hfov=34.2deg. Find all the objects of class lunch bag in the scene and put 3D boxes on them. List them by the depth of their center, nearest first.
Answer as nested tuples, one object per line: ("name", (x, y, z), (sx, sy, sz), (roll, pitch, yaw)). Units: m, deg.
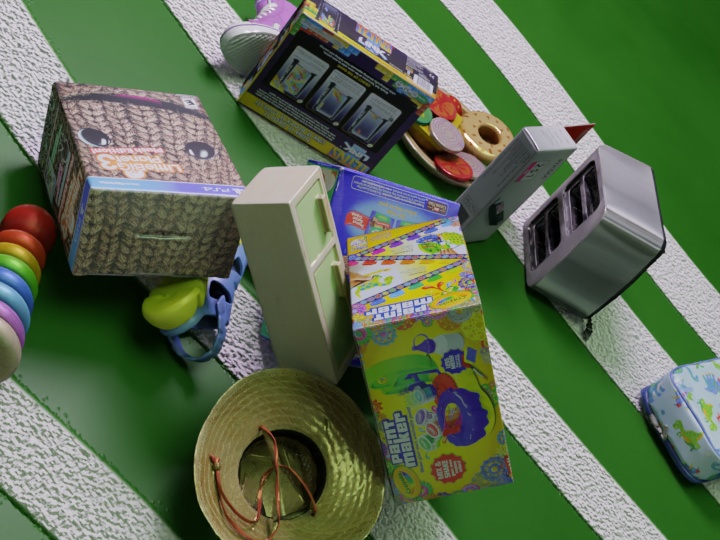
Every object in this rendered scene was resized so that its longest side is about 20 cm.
("lunch bag", (0.491, 0.210, 1.631), (0.199, 0.082, 0.162), (-4, 59, -45))

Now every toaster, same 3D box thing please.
("toaster", (0.325, -0.047, 1.632), (0.118, 0.181, 0.201), (26, 41, -19))

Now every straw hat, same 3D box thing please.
("straw hat", (-0.082, 0.198, 1.109), (0.199, 0.085, 0.203), (14, 57, -23))

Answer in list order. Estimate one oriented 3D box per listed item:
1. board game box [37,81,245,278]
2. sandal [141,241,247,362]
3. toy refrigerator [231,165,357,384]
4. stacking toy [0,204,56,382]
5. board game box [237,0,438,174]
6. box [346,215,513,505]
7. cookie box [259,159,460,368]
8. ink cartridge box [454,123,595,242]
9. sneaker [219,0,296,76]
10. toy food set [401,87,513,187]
("board game box", (-0.220, -0.091, 1.165), (0.158, 0.097, 0.200), (1, 36, -28))
("sandal", (-0.161, 0.025, 1.214), (0.088, 0.079, 0.200), (67, 26, -24))
("toy refrigerator", (-0.055, 0.006, 1.131), (0.076, 0.069, 0.202), (-55, 138, -51))
("stacking toy", (-0.327, 0.008, 1.067), (0.085, 0.085, 0.201), (30, 35, -19))
("board game box", (-0.028, -0.228, 1.475), (0.199, 0.165, 0.057), (31, 41, -18))
("box", (0.065, 0.085, 1.157), (0.193, 0.121, 0.202), (-94, 172, -63))
("cookie box", (0.000, 0.000, 1.280), (0.170, 0.202, 0.075), (14, 2, -34))
("ink cartridge box", (0.217, -0.116, 1.572), (0.173, 0.200, 0.044), (-9, 60, -45))
("sneaker", (-0.131, -0.316, 1.544), (0.200, 0.073, 0.115), (-3, 54, -56))
("toy food set", (0.130, -0.198, 1.691), (0.200, 0.049, 0.198), (42, 38, -6))
